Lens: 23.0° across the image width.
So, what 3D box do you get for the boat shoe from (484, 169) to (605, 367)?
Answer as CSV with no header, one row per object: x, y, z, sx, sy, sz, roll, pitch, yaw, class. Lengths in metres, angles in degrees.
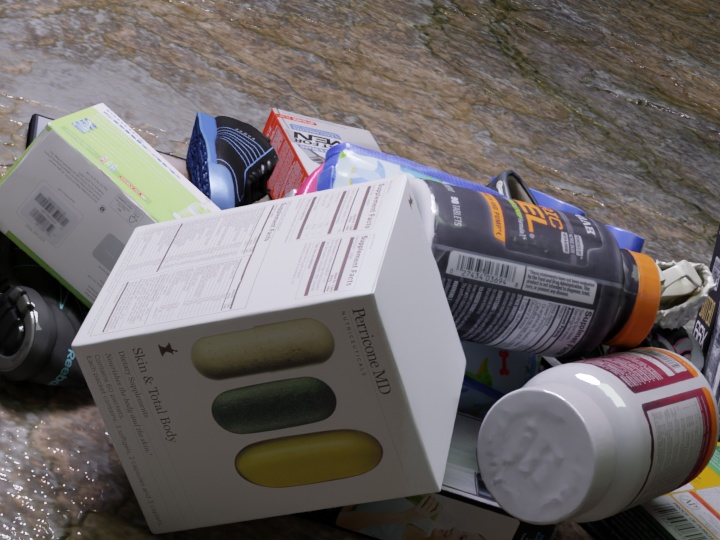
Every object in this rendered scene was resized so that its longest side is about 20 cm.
0.153,0.004,1.491,0.075,0.060,0.201,0,51,-56,boat shoe

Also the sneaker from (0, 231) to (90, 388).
-0.244,0.020,1.291,0.079,0.076,0.200,24,24,-38,sneaker

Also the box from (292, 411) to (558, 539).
0.037,0.145,1.275,0.198,0.060,0.117,20,25,-9,box

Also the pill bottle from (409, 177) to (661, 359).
0.115,0.005,1.269,0.198,0.107,0.106,12,27,-22,pill bottle

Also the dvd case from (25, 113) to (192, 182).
-0.200,-0.077,1.568,0.198,0.018,0.143,16,26,-16,dvd case

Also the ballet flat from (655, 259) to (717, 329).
0.238,0.012,1.486,0.072,0.072,0.199,38,23,29,ballet flat

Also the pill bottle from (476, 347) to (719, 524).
0.168,0.117,1.245,0.109,0.110,0.199,36,22,27,pill bottle

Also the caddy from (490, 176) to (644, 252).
0.172,-0.011,1.640,0.141,0.106,0.200,23,3,-20,caddy

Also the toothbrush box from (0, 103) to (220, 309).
-0.184,-0.041,1.327,0.145,0.086,0.200,42,10,-5,toothbrush box

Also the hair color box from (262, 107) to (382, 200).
-0.021,-0.073,1.663,0.110,0.064,0.200,12,28,-26,hair color box

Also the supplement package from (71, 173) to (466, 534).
-0.052,0.054,1.145,0.198,0.153,0.151,-10,28,17,supplement package

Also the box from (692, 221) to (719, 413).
0.335,0.050,1.552,0.049,0.159,0.200,13,10,0,box

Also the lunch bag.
0.040,0.016,1.356,0.199,0.127,0.171,27,59,-33,lunch bag

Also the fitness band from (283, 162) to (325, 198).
0.000,0.000,1.437,0.143,0.037,0.202,19,60,-24,fitness band

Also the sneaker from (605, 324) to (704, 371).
0.249,0.079,1.532,0.086,0.080,0.200,50,15,-22,sneaker

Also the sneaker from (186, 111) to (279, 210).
-0.109,-0.086,1.561,0.077,0.071,0.200,11,26,-12,sneaker

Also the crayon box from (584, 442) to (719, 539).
0.275,0.196,1.391,0.199,0.052,0.126,-2,34,-42,crayon box

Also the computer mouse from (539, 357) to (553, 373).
0.164,0.098,1.499,0.140,0.046,0.201,31,30,-32,computer mouse
